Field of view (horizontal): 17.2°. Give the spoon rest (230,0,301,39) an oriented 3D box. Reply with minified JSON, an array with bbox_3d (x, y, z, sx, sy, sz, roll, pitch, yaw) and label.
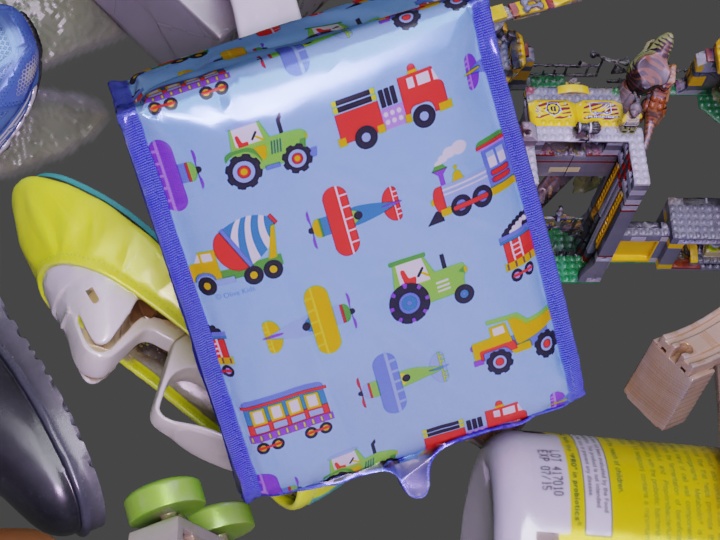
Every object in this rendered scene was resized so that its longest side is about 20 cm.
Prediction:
[{"bbox_3d":[-0.025,-0.041,1.019,0.099,0.061,0.201,-15,81,-1],"label":"spoon rest"}]

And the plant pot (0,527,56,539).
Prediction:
[{"bbox_3d":[-0.174,0.183,0.920,0.139,0.200,0.201,-11,70,-31],"label":"plant pot"}]

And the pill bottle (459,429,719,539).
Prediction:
[{"bbox_3d":[0.147,0.130,1.022,0.199,0.109,0.110,5,68,-7],"label":"pill bottle"}]

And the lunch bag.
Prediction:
[{"bbox_3d":[0.000,0.000,0.966,0.150,0.094,0.201,-18,104,-4],"label":"lunch bag"}]

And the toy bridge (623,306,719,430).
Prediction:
[{"bbox_3d":[0.200,0.017,1.035,0.199,0.067,0.027,-14,51,-41],"label":"toy bridge"}]

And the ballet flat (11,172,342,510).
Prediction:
[{"bbox_3d":[-0.085,0.034,1.045,0.200,0.067,0.067,37,53,4],"label":"ballet flat"}]

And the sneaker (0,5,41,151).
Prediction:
[{"bbox_3d":[-0.229,-0.065,1.044,0.199,0.089,0.079,-29,76,-20],"label":"sneaker"}]

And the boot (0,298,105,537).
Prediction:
[{"bbox_3d":[-0.229,0.083,1.005,0.199,0.066,0.165,-26,66,-21],"label":"boot"}]

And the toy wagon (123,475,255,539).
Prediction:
[{"bbox_3d":[-0.058,0.160,0.934,0.039,0.200,0.156,-21,72,9],"label":"toy wagon"}]

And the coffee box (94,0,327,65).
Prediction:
[{"bbox_3d":[-0.039,-0.190,1.134,0.113,0.080,0.200,44,69,9],"label":"coffee box"}]

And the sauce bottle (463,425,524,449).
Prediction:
[{"bbox_3d":[0.000,0.002,1.074,0.200,0.066,0.066,38,68,6],"label":"sauce bottle"}]

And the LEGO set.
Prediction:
[{"bbox_3d":[0.130,-0.073,1.089,0.199,0.116,0.155,7,63,-5],"label":"LEGO set"}]

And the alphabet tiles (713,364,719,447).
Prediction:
[{"bbox_3d":[0.236,0.063,1.053,0.166,0.008,0.200,15,29,-3],"label":"alphabet tiles"}]
